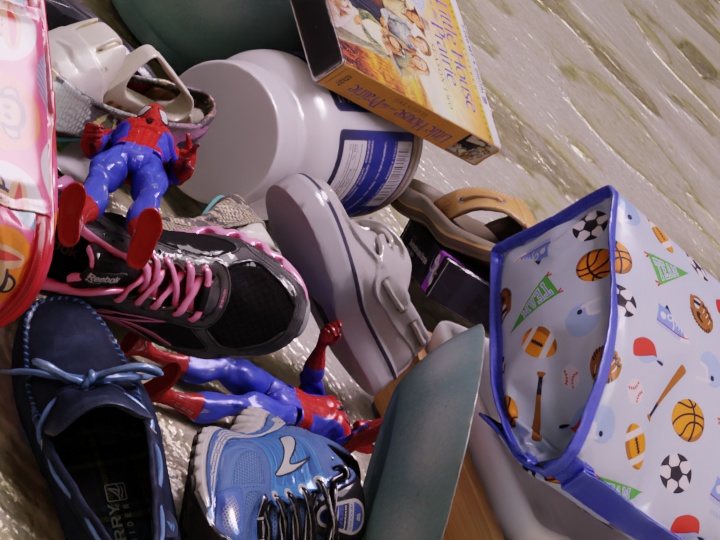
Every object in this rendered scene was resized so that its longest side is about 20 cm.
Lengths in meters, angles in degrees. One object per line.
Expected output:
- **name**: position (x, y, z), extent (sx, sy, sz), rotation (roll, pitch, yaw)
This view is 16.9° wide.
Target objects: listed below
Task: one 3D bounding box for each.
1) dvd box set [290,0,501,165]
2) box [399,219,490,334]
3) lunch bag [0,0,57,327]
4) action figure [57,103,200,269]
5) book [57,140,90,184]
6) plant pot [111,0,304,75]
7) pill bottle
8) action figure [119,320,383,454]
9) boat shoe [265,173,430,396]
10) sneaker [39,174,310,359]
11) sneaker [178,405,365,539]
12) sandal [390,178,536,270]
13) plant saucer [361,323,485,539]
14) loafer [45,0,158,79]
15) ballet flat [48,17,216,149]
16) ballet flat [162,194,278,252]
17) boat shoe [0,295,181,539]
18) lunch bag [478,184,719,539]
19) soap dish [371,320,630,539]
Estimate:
- **dvd box set**: position (0.018, -0.165, 1.677), extent (0.200, 0.029, 0.146), rotation (24, 44, -52)
- **box**: position (0.100, 0.023, 1.722), extent (0.143, 0.036, 0.200), rotation (30, 7, -10)
- **lunch bag**: position (-0.226, -0.052, 1.189), extent (0.082, 0.176, 0.200), rotation (17, 57, -39)
- **action figure**: position (-0.124, -0.057, 1.329), extent (0.065, 0.052, 0.200), rotation (13, 16, -4)
- **book**: position (-0.233, -0.113, 1.449), extent (0.200, 0.048, 0.134), rotation (44, 18, -6)
- **plant pot**: position (-0.098, -0.218, 1.738), extent (0.200, 0.134, 0.200), rotation (41, 26, -25)
- **pill bottle**: position (-0.048, -0.092, 1.650), extent (0.116, 0.116, 0.200), rotation (54, 22, 15)
- **action figure**: position (-0.037, 0.063, 1.445), extent (0.200, 0.099, 0.065), rotation (27, 31, -46)
- **boat shoe**: position (0.000, 0.000, 1.488), extent (0.072, 0.066, 0.200), rotation (42, -16, 41)
- **sneaker**: position (-0.125, 0.003, 1.326), extent (0.200, 0.079, 0.095), rotation (18, 7, -3)
- **sneaker**: position (-0.043, 0.121, 1.297), extent (0.089, 0.079, 0.200), rotation (12, 14, 10)
- **sandal**: position (0.087, -0.033, 1.683), extent (0.080, 0.054, 0.200), rotation (26, 7, -34)
- **plant saucer**: position (0.024, 0.122, 1.364), extent (0.039, 0.201, 0.201), rotation (15, 27, -3)
- **loafer**: position (-0.181, -0.138, 1.545), extent (0.200, 0.073, 0.072), rotation (46, 18, -9)
- **ballet flat**: position (-0.152, -0.108, 1.428), extent (0.069, 0.071, 0.200), rotation (53, 18, 26)
- **ballet flat**: position (-0.089, -0.003, 1.469), extent (0.075, 0.068, 0.200), rotation (23, 12, 13)
- **boat shoe**: position (-0.126, 0.084, 1.238), extent (0.084, 0.069, 0.200), rotation (-16, 55, -19)
- **lunch bag**: position (0.165, 0.081, 1.519), extent (0.170, 0.124, 0.200), rotation (35, 39, -34)
- **soap dish**: position (0.097, 0.139, 1.577), extent (0.157, 0.081, 0.200), rotation (26, 31, -42)
